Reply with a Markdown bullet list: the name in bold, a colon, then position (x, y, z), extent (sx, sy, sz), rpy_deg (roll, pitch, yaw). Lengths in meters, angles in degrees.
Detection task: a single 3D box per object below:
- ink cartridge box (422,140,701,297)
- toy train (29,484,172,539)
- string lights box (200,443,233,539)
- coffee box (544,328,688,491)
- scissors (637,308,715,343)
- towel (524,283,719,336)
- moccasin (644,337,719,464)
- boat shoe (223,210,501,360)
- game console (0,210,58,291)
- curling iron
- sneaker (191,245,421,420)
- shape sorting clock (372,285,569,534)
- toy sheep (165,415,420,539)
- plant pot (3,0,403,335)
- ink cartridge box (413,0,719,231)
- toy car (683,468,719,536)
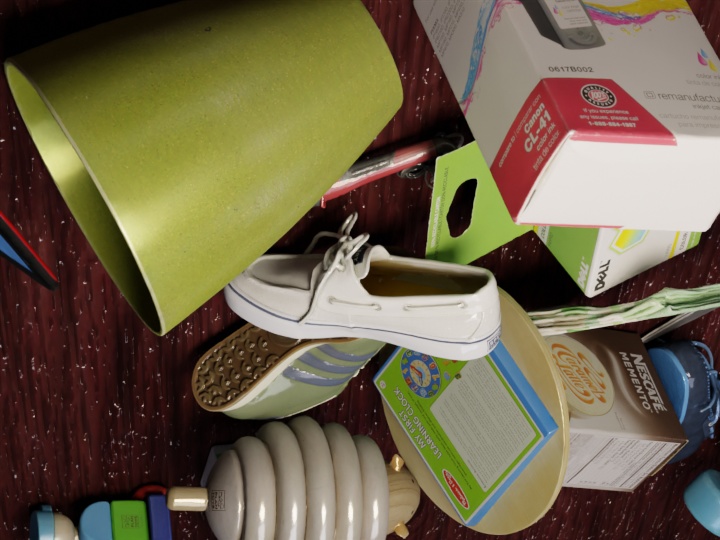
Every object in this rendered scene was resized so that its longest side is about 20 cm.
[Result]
- **ink cartridge box**: position (0.148, -0.047, 1.523), extent (0.199, 0.076, 0.148), rpy_deg (-26, 148, -21)
- **toy train**: position (-0.220, 0.257, 1.790), extent (0.115, 0.085, 0.200), rpy_deg (3, 141, -14)
- **string lights box**: position (-0.050, 0.231, 1.730), extent (0.102, 0.201, 0.059), rpy_deg (-6, 144, -21)
- **coffee box**: position (0.148, 0.105, 1.740), extent (0.199, 0.115, 0.080), rpy_deg (8, 137, -37)
- **scissors**: position (0.317, 0.007, 1.786), extent (0.199, 0.014, 0.073), rpy_deg (-19, 148, -1)
- **towel**: position (0.188, 0.029, 1.627), extent (0.199, 0.024, 0.152), rpy_deg (-12, 177, 42)
- **moccasin**: position (0.276, 0.100, 1.849), extent (0.068, 0.081, 0.200), rpy_deg (-22, 160, -7)
- **boat shoe**: position (-0.001, 0.003, 1.513), extent (0.201, 0.075, 0.086), rpy_deg (12, 133, 15)
- **game console**: position (-0.302, -0.042, 1.295), extent (0.172, 0.119, 0.200), rpy_deg (-24, 145, 5)
- **curling iron**: position (-0.020, -0.052, 1.511), extent (0.199, 0.026, 0.050), rpy_deg (-18, 144, -3)
- **sneaker**: position (-0.024, 0.052, 1.626), extent (0.200, 0.067, 0.090), rpy_deg (-31, 153, 14)
- **shape sorting clock**: position (0.083, 0.097, 1.616), extent (0.039, 0.200, 0.200), rpy_deg (-14, 149, -42)
- **toy sheep**: position (-0.050, 0.173, 1.646), extent (0.199, 0.138, 0.138), rpy_deg (-4, 143, -17)
- **plant pot**: position (-0.082, -0.092, 1.316), extent (0.199, 0.187, 0.187), rpy_deg (-31, 148, -12)
- **ink cartridge box**: position (0.136, -0.124, 1.341), extent (0.147, 0.201, 0.086), rpy_deg (0, 140, -27)
- **toy car**: position (0.432, 0.194, 1.980), extent (0.185, 0.177, 0.200), rpy_deg (-50, 150, 19)
